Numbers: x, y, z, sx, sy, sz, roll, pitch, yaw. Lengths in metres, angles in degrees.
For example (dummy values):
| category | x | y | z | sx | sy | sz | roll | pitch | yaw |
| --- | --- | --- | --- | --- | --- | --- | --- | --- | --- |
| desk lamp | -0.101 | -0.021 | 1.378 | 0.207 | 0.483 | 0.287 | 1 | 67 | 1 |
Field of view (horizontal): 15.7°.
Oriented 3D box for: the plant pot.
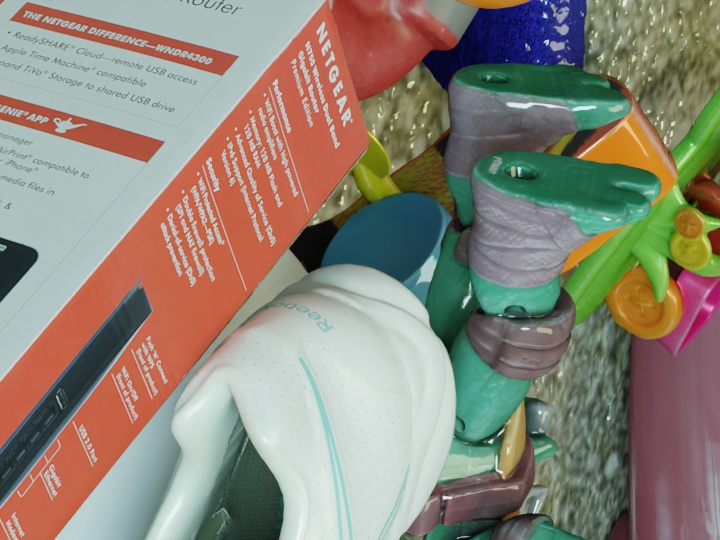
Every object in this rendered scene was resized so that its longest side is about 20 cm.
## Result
| category | x | y | z | sx | sy | sz | roll | pitch | yaw |
| --- | --- | --- | --- | --- | --- | --- | --- | --- | --- |
| plant pot | 0.203 | 0.072 | 1.190 | 0.200 | 0.199 | 0.180 | -28 | 111 | -49 |

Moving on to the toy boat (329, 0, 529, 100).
| category | x | y | z | sx | sy | sz | roll | pitch | yaw |
| --- | --- | --- | --- | --- | --- | --- | --- | --- | --- |
| toy boat | 0.007 | -0.116 | 0.733 | 0.131 | 0.130 | 0.200 | -58 | 147 | -3 |

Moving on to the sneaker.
| category | x | y | z | sx | sy | sz | roll | pitch | yaw |
| --- | --- | --- | --- | --- | --- | --- | --- | --- | --- |
| sneaker | -0.031 | 0.101 | 0.628 | 0.080 | 0.070 | 0.202 | -22 | 121 | -60 |

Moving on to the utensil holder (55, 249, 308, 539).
| category | x | y | z | sx | sy | sz | roll | pitch | yaw |
| --- | --- | --- | --- | --- | --- | --- | --- | --- | --- |
| utensil holder | -0.116 | 0.069 | 0.699 | 0.201 | 0.169 | 0.170 | -59 | 145 | -25 |

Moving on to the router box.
| category | x | y | z | sx | sy | sz | roll | pitch | yaw |
| --- | --- | --- | --- | --- | --- | --- | --- | --- | --- |
| router box | -0.127 | -0.011 | 0.614 | 0.180 | 0.199 | 0.049 | -51 | 142 | -32 |

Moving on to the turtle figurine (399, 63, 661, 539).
| category | x | y | z | sx | sy | sz | roll | pitch | yaw |
| --- | --- | --- | --- | --- | --- | --- | --- | --- | --- |
| turtle figurine | 0.040 | 0.053 | 0.715 | 0.100 | 0.150 | 0.201 | -6 | 118 | -21 |

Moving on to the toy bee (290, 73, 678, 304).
| category | x | y | z | sx | sy | sz | roll | pitch | yaw |
| --- | --- | --- | --- | --- | --- | --- | --- | --- | --- |
| toy bee | 0.000 | 0.000 | 0.848 | 0.199 | 0.109 | 0.132 | -26 | 123 | -19 |

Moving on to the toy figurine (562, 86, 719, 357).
| category | x | y | z | sx | sy | sz | roll | pitch | yaw |
| --- | --- | --- | --- | --- | --- | --- | --- | --- | --- |
| toy figurine | 0.196 | 0.013 | 1.024 | 0.150 | 0.184 | 0.200 | -41 | 168 | -44 |

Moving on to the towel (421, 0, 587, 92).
| category | x | y | z | sx | sy | sz | roll | pitch | yaw |
| --- | --- | --- | --- | --- | --- | --- | --- | --- | --- |
| towel | 0.042 | -0.149 | 0.905 | 0.148 | 0.049 | 0.201 | -109 | -165 | -66 |
